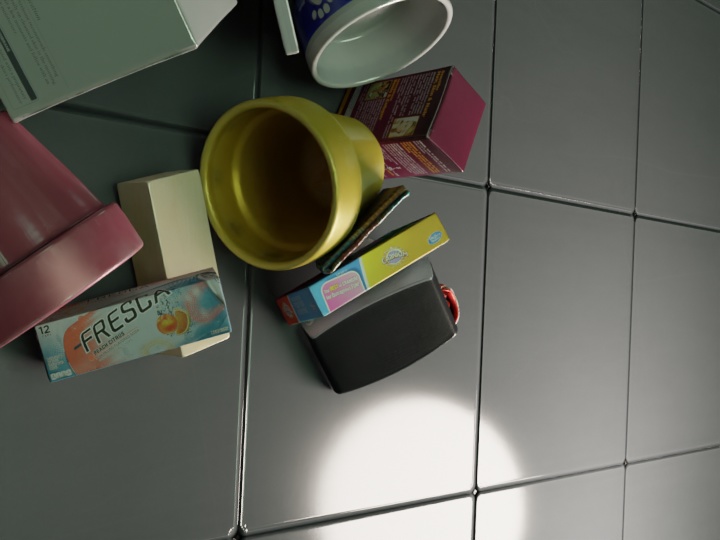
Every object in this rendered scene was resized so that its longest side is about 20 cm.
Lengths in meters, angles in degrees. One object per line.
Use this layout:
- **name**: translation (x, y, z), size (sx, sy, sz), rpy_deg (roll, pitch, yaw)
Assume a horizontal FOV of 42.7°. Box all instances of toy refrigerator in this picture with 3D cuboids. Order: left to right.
- **toy refrigerator**: translation (-0.218, -0.009, 1.073), size (0.075, 0.069, 0.204), rpy_deg (-22, 108, -46)

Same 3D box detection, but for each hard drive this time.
- **hard drive**: translation (0.031, 0.082, 1.264), size (0.197, 0.042, 0.136), rpy_deg (-26, 115, -2)

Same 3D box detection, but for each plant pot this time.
- **plant pot**: translation (-0.339, -0.041, 0.881), size (0.200, 0.199, 0.180), rpy_deg (-41, 102, -36)
- **plant pot**: translation (-0.067, -0.119, 1.146), size (0.188, 0.198, 0.205), rpy_deg (-27, 110, -57)

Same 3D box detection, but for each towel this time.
- **towel**: translation (-0.001, -0.051, 1.180), size (0.022, 0.200, 0.147), rpy_deg (44, 89, -6)

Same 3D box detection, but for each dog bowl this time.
- **dog bowl**: translation (0.014, -0.322, 1.178), size (0.198, 0.199, 0.080), rpy_deg (-11, 73, -44)

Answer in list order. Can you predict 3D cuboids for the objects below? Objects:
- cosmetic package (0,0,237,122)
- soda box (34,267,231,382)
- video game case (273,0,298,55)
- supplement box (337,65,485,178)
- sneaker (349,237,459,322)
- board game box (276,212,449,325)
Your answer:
- **cosmetic package**: translation (-0.245, -0.260, 0.893), size (0.200, 0.197, 0.125), rpy_deg (-83, 154, -63)
- **soda box**: translation (-0.242, 0.056, 0.988), size (0.197, 0.068, 0.065), rpy_deg (-16, 104, -12)
- **video game case**: translation (-0.102, -0.347, 1.105), size (0.018, 0.201, 0.146), rpy_deg (-13, 113, -2)
- **supplement box**: translation (0.058, -0.194, 1.248), size (0.085, 0.198, 0.112), rpy_deg (37, 66, -39)
- **sneaker**: translation (0.065, 0.016, 1.324), size (0.202, 0.107, 0.068), rpy_deg (48, 60, -34)
- **board game box**: translation (0.000, 0.000, 1.193), size (0.198, 0.153, 0.041), rpy_deg (-31, 94, -22)
